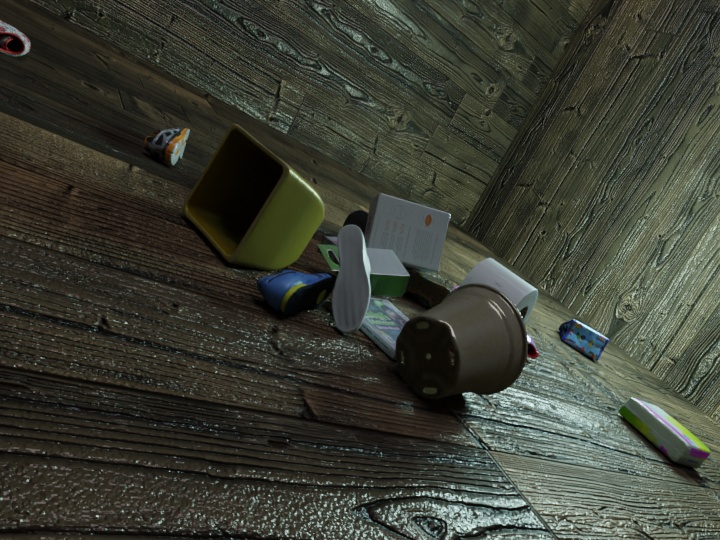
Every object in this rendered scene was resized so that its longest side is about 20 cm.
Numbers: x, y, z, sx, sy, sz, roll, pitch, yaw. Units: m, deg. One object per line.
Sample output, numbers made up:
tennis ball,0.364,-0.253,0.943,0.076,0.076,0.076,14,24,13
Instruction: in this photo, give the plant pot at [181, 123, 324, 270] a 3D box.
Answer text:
plant pot,-0.181,-0.118,1.082,0.195,0.197,0.199,39,8,35

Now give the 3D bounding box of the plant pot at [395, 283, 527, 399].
plant pot,0.161,0.133,0.972,0.199,0.205,0.181,39,28,32

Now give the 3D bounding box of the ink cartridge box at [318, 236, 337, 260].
ink cartridge box,0.011,-0.014,1.414,0.198,0.044,0.172,37,16,20

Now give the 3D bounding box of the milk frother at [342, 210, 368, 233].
milk frother,0.084,-0.111,1.574,0.180,0.203,0.186,44,20,33

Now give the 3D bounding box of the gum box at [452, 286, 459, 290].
gum box,0.329,0.110,1.606,0.113,0.067,0.198,40,17,31

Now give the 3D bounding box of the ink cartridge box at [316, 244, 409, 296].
ink cartridge box,0.000,0.000,1.238,0.195,0.060,0.105,4,34,-29

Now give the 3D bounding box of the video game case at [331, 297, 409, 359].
video game case,0.058,0.111,1.124,0.181,0.024,0.198,40,16,31

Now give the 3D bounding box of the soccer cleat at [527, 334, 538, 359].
soccer cleat,0.412,0.187,1.536,0.197,0.067,0.077,25,19,-33

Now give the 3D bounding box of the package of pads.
package of pads,0.830,0.440,1.532,0.152,0.069,0.201,21,18,-33

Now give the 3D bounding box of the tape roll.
tape roll,0.317,0.093,1.361,0.138,0.206,0.201,37,16,27

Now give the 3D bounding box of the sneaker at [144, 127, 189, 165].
sneaker,-0.468,-0.316,1.371,0.075,0.080,0.201,17,16,-12

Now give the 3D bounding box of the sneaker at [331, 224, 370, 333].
sneaker,-0.009,0.032,1.054,0.071,0.206,0.116,-1,-24,9

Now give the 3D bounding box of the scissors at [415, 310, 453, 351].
scissors,0.191,0.150,1.287,0.199,0.014,0.073,39,18,23

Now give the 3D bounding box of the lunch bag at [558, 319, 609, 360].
lunch bag,0.862,0.262,2.200,0.148,0.096,0.200,30,4,10

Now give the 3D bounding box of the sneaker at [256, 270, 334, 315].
sneaker,-0.109,0.025,0.979,0.077,0.067,0.199,31,13,17

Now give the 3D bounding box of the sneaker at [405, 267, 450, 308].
sneaker,0.175,0.052,1.479,0.197,0.068,0.090,33,4,-14

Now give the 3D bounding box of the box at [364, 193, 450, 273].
box,0.113,-0.092,1.450,0.194,0.157,0.106,15,-5,-10

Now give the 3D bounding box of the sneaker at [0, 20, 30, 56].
sneaker,-0.928,-0.603,1.394,0.198,0.068,0.108,24,13,-36
